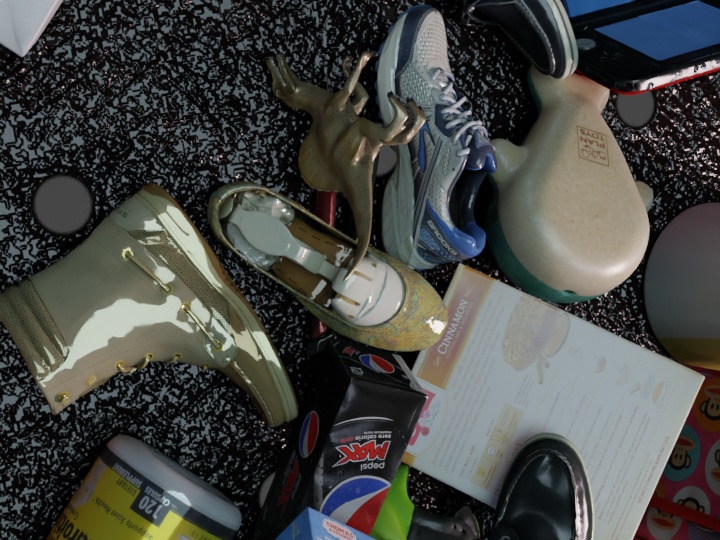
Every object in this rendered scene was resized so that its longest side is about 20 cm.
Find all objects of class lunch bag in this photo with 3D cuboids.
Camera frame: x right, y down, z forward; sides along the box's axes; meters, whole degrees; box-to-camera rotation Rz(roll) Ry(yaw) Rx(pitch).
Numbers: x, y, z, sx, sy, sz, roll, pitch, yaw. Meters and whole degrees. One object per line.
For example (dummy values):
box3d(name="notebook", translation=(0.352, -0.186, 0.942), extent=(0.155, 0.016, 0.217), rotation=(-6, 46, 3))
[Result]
box3d(name="lunch bag", translation=(0.269, 0.168, 0.891), extent=(0.081, 0.200, 0.178), rotation=(17, 85, -24))

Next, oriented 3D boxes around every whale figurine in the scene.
box3d(name="whale figurine", translation=(0.160, -0.069, 0.909), extent=(0.157, 0.104, 0.202), rotation=(12, 64, -20))

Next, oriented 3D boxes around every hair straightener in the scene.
box3d(name="hair straightener", translation=(0.000, 0.000, 0.866), extent=(0.076, 0.041, 0.203), rotation=(4, 85, -21))

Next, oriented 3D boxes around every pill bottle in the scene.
box3d(name="pill bottle", translation=(-0.177, 0.225, 0.773), extent=(0.112, 0.112, 0.201), rotation=(35, 80, -18))

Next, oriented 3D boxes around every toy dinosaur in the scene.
box3d(name="toy dinosaur", translation=(-0.003, -0.089, 0.812), extent=(0.101, 0.201, 0.058), rotation=(-37, 148, 21))

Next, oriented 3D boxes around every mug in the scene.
box3d(name="mug", translation=(0.355, 0.030, 0.942), extent=(0.187, 0.153, 0.150), rotation=(45, 77, -16))

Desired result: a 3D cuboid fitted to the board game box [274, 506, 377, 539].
box3d(name="board game box", translation=(-0.041, 0.268, 0.801), extent=(0.151, 0.037, 0.200), rotation=(32, 112, -29))

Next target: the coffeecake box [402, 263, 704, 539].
box3d(name="coffeecake box", translation=(0.135, 0.107, 0.854), extent=(0.198, 0.073, 0.155), rotation=(25, 90, 9))

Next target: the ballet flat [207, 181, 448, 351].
box3d(name="ballet flat", translation=(-0.027, -0.002, 0.810), extent=(0.199, 0.071, 0.071), rotation=(32, 81, 5))

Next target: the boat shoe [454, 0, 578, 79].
box3d(name="boat shoe", translation=(0.096, -0.227, 0.878), extent=(0.062, 0.075, 0.201), rotation=(-40, 96, -12))

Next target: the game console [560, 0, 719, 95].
box3d(name="game console", translation=(0.245, -0.243, 0.911), extent=(0.198, 0.172, 0.120), rotation=(-19, 125, -20))

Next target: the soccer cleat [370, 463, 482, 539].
box3d(name="soccer cleat", translation=(0.079, 0.237, 0.875), extent=(0.200, 0.068, 0.081), rotation=(44, 70, 3))

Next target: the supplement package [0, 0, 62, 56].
box3d(name="supplement package", translation=(-0.257, -0.260, 0.707), extent=(0.199, 0.111, 0.157), rotation=(32, 98, -18))

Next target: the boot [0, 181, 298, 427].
box3d(name="boot", translation=(-0.150, 0.061, 0.797), extent=(0.155, 0.073, 0.201), rotation=(-37, 102, -16))

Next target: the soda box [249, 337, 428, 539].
box3d(name="soda box", translation=(-0.023, 0.157, 0.818), extent=(0.063, 0.071, 0.202), rotation=(15, 107, -22))

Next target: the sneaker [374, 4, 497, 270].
box3d(name="sneaker", translation=(0.067, -0.101, 0.854), extent=(0.077, 0.084, 0.203), rotation=(-11, 100, -51))

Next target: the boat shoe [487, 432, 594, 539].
box3d(name="boat shoe", translation=(0.118, 0.217, 0.786), extent=(0.074, 0.066, 0.202), rotation=(16, 100, 13))
